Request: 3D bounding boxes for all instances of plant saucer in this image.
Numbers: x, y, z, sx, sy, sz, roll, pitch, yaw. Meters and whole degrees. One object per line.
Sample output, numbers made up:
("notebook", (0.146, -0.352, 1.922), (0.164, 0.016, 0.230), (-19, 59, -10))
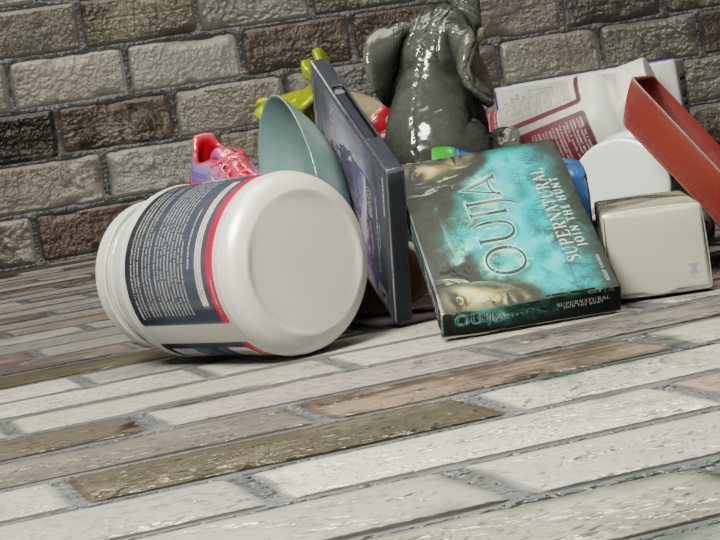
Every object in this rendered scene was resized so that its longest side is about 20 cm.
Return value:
("plant saucer", (-0.040, -0.052, 1.544), (0.039, 0.201, 0.201), (-12, 5, -15))
("plant saucer", (0.299, -0.084, 1.570), (0.037, 0.200, 0.200), (-44, -5, 14))

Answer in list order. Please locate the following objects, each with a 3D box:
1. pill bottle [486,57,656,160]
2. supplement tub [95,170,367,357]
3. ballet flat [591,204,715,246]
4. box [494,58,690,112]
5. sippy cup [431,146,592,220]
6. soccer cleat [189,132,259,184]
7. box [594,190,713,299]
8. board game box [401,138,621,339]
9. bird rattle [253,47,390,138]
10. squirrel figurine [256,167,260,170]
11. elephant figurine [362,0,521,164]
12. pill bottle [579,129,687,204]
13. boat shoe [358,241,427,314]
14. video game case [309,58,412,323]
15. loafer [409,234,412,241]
("pill bottle", (0.217, -0.140, 1.887), (0.200, 0.110, 0.110), (-22, 0, 17))
("supplement tub", (-0.104, -0.002, 1.431), (0.140, 0.141, 0.200), (-13, 6, -40))
("ballet flat", (0.212, -0.024, 1.616), (0.200, 0.070, 0.069), (-6, 5, 20))
("box", (0.262, -0.127, 1.989), (0.200, 0.184, 0.105), (-8, 6, 15))
("sippy cup", (0.129, -0.042, 1.544), (0.130, 0.140, 0.178), (-4, 48, 2))
("soccer cleat", (-0.117, -0.083, 1.771), (0.067, 0.077, 0.200), (-20, 21, -20))
("box", (0.233, -0.023, 1.470), (0.082, 0.068, 0.200), (-8, 4, 5))
("board game box", (0.108, -0.027, 1.396), (0.135, 0.028, 0.200), (-10, 37, -5))
("bird rattle", (-0.004, -0.122, 1.747), (0.200, 0.163, 0.113), (13, -23, -31))
("squirrel figurine", (-0.033, -0.069, 1.835), (0.200, 0.187, 0.142), (-9, 5, 5))
("elephant figurine", (0.067, -0.179, 1.660), (0.141, 0.200, 0.155), (-7, 8, -13))
("pill bottle", (0.273, -0.079, 1.734), (0.113, 0.113, 0.200), (-7, 0, 24))
("boat shoe", (0.000, 0.000, 1.623), (0.200, 0.074, 0.069), (-6, 11, 44))
("video game case", (0.000, -0.069, 1.498), (0.019, 0.143, 0.200), (-14, 35, -14))
("loafer", (-0.037, -0.002, 1.750), (0.200, 0.072, 0.073), (-5, 45, 11))
